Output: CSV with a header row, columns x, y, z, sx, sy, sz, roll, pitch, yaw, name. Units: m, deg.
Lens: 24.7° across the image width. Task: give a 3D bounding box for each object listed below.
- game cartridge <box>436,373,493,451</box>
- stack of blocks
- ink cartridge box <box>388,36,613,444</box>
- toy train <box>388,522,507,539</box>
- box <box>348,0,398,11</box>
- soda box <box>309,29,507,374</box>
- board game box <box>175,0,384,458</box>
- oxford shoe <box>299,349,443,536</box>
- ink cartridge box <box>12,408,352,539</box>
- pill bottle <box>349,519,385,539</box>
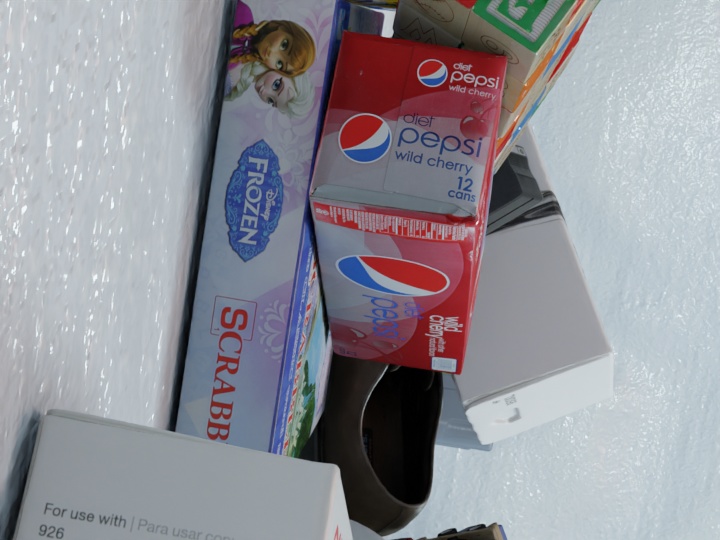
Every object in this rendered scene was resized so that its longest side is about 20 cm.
x,y,z,sx,sy,sz,roll,pitch,yaw,name
0.058,0.042,1.359,0.040,0.132,0.201,67,31,-69,game cartridge
0.063,-0.110,0.692,0.115,0.058,0.200,-54,175,-16,stack of blocks
0.068,-0.020,0.899,0.145,0.084,0.201,54,18,-74,ink cartridge box
0.009,0.155,0.833,0.046,0.200,0.034,-18,89,-43,toy train
0.030,-0.181,0.946,0.200,0.070,0.065,-49,146,-81,box
0.020,-0.020,0.674,0.200,0.063,0.070,86,14,-71,soda box
-0.031,-0.017,0.704,0.200,0.041,0.201,-55,155,-80,board game box
0.010,0.033,0.837,0.084,0.072,0.201,-25,-112,50,oxford shoe
-0.058,0.155,0.450,0.146,0.084,0.201,87,13,-72,ink cartridge box
-0.025,0.207,0.777,0.201,0.113,0.115,94,7,-51,pill bottle
